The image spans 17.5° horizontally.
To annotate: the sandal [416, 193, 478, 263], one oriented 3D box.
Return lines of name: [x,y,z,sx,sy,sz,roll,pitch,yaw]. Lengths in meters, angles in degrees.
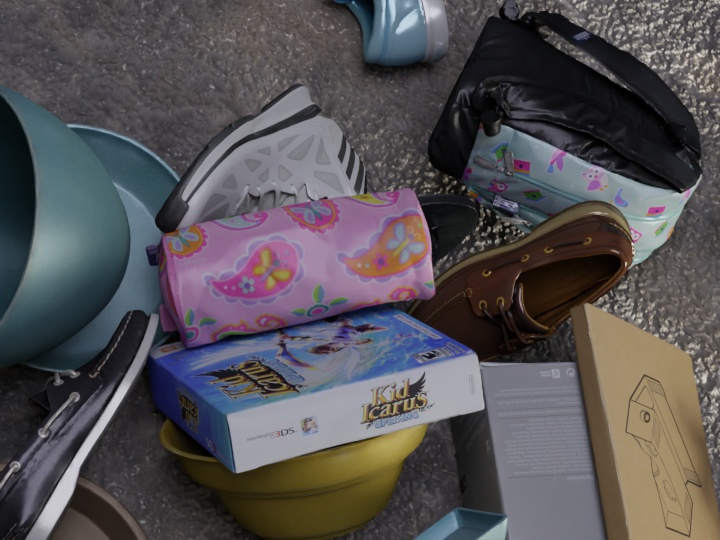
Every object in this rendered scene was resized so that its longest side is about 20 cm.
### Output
sandal: [-0.001,0.001,1.736,0.199,0.076,0.048,-20,55,-11]

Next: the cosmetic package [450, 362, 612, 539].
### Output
cosmetic package: [0.125,0.176,1.665,0.089,0.107,0.201,1,64,-12]

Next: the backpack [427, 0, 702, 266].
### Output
backpack: [0.159,-0.093,1.776,0.199,0.127,0.167,27,43,-1]

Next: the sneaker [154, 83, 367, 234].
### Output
sneaker: [-0.059,-0.056,1.727,0.115,0.076,0.200,43,42,5]

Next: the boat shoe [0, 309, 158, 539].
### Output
boat shoe: [-0.204,0.106,1.617,0.060,0.074,0.201,29,71,-3]

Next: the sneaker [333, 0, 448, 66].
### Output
sneaker: [0.005,-0.254,1.855,0.081,0.074,0.201,-11,68,-20]

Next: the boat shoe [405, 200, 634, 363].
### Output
boat shoe: [0.111,0.022,1.706,0.199,0.068,0.072,-32,112,11]

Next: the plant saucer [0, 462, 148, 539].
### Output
plant saucer: [-0.235,0.230,1.605,0.198,0.030,0.202,4,65,-10]

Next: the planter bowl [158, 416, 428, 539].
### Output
planter bowl: [-0.037,0.136,1.636,0.199,0.200,0.084,-13,105,-17]

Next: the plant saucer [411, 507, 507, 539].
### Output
plant saucer: [0.011,0.220,1.551,0.199,0.070,0.019,-32,104,-25]

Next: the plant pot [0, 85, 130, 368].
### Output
plant pot: [-0.238,-0.023,1.610,0.134,0.199,0.202,10,57,-48]

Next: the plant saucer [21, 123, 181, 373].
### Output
plant saucer: [-0.213,-0.011,1.717,0.198,0.036,0.202,5,64,-10]

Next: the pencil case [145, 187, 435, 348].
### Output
pencil case: [-0.047,-0.002,1.659,0.198,0.088,0.088,-12,68,-8]

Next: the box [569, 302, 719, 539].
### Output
box: [0.212,0.137,1.690,0.163,0.021,0.202,26,51,-52]

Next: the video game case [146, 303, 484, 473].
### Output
video game case: [-0.036,0.074,1.618,0.180,0.200,0.046,-14,105,-18]
